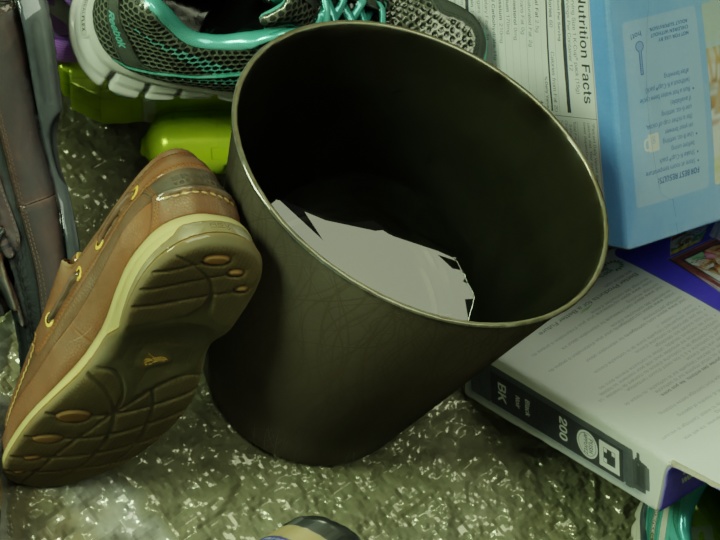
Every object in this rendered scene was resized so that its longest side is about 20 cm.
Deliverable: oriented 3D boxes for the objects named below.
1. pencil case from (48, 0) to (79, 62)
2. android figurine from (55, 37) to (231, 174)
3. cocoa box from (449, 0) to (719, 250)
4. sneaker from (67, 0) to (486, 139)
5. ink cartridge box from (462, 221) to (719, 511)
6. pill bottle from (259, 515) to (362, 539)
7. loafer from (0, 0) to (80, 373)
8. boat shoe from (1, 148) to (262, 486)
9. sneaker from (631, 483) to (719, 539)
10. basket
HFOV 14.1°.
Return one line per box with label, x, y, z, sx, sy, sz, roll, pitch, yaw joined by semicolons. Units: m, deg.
pencil case;-0.110;-0.197;1.413;0.086;0.084;0.200;47;70;-28
android figurine;-0.081;-0.134;1.453;0.199;0.041;0.183;-4;70;-4
cocoa box;0.151;-0.099;1.441;0.199;0.131;0.134;-17;107;-37
sneaker;-0.031;-0.110;1.341;0.199;0.091;0.078;2;77;-16
ink cartridge box;0.185;0.041;1.419;0.198;0.044;0.200;-28;37;-27
pill bottle;-0.072;0.201;1.278;0.200;0.112;0.112;-31;76;-27
loafer;-0.170;-0.041;1.357;0.063;0.072;0.201;-10;106;-18
boat shoe;-0.109;0.025;1.316;0.072;0.200;0.068;5;49;-32
sneaker;0.175;0.181;1.383;0.077;0.080;0.201;-5;66;-19
basket;0.000;0.000;1.352;0.180;0.200;0.136;30;58;-1
